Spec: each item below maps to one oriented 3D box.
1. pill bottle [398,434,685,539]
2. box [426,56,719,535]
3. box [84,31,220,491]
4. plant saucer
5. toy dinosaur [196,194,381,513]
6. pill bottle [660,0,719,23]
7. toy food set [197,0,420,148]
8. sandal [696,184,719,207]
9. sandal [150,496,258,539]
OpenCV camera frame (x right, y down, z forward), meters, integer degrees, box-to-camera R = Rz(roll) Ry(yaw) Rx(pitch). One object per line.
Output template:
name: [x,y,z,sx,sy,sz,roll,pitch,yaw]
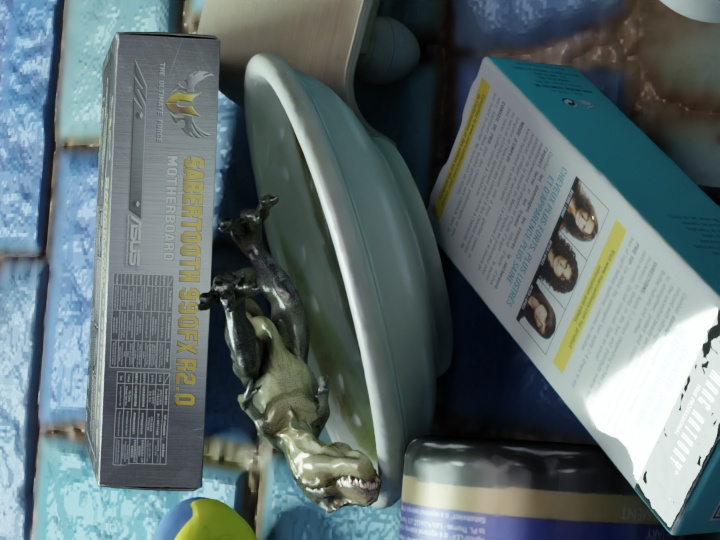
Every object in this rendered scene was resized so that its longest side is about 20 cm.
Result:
pill bottle: [0.066,0.167,0.700,0.111,0.111,0.201,-1,84,44]
box: [0.097,0.003,0.686,0.200,0.049,0.083,54,133,46]
box: [-0.100,-0.006,0.864,0.158,0.048,0.201,-174,86,-79]
plant saucer: [0.000,0.000,0.786,0.200,0.050,0.201,165,90,-80]
toy dinosaur: [-0.041,0.024,0.787,0.200,0.047,0.089,-114,6,-55]
pill bottle: [0.121,-0.168,0.691,0.200,0.110,0.111,50,118,37]
toy food set: [-0.003,-0.164,0.858,0.143,0.060,0.201,23,99,55]
sandal: [0.151,-0.004,0.683,0.200,0.048,0.076,-2,83,45]
sandal: [-0.105,0.203,0.888,0.087,0.079,0.201,23,99,47]
